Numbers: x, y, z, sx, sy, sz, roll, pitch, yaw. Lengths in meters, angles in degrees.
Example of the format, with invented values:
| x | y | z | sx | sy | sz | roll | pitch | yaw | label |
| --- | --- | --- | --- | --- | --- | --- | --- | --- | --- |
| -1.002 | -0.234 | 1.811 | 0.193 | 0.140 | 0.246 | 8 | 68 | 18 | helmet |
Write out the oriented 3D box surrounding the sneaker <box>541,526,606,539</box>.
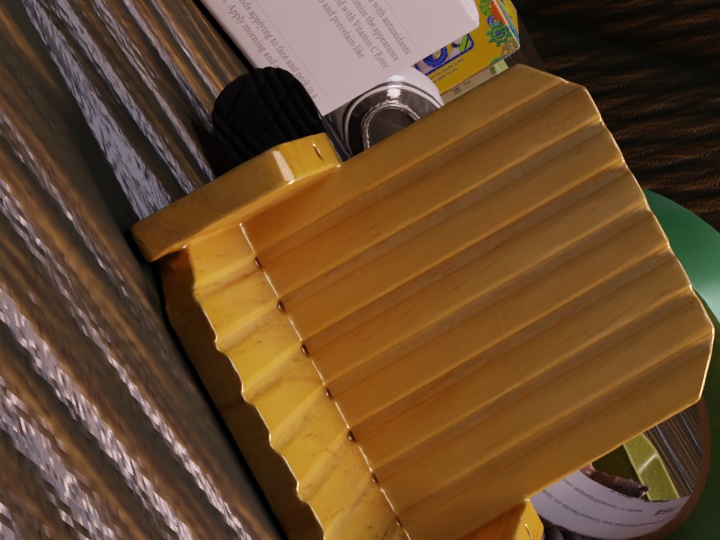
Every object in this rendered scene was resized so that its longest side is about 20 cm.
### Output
| x | y | z | sx | sy | sz | roll | pitch | yaw | label |
| --- | --- | --- | --- | --- | --- | --- | --- | --- | --- |
| 0.084 | 0.199 | 0.959 | 0.099 | 0.071 | 0.201 | 20 | 49 | -5 | sneaker |

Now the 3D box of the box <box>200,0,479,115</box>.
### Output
| x | y | z | sx | sy | sz | roll | pitch | yaw | label |
| --- | --- | --- | --- | --- | --- | --- | --- | --- | --- |
| -0.048 | -0.232 | 1.250 | 0.199 | 0.130 | 0.201 | 51 | 15 | -48 | box |

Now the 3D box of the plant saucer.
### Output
| x | y | z | sx | sy | sz | roll | pitch | yaw | label |
| --- | --- | --- | --- | --- | --- | --- | --- | --- | --- |
| 0.223 | 0.203 | 1.659 | 0.200 | 0.048 | 0.201 | 45 | 19 | -59 | plant saucer |

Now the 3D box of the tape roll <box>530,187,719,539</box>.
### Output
| x | y | z | sx | sy | sz | roll | pitch | yaw | label |
| --- | --- | --- | --- | --- | --- | --- | --- | --- | --- |
| 0.117 | 0.058 | 1.047 | 0.048 | 0.200 | 0.201 | -29 | 90 | -46 | tape roll |

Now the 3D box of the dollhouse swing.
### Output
| x | y | z | sx | sy | sz | roll | pitch | yaw | label |
| --- | --- | --- | --- | --- | --- | --- | --- | --- | --- |
| 0.043 | 0.023 | 0.889 | 0.201 | 0.175 | 0.182 | 62 | 10 | -1 | dollhouse swing |

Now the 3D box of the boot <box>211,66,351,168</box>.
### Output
| x | y | z | sx | sy | sz | roll | pitch | yaw | label |
| --- | --- | --- | --- | --- | --- | --- | --- | --- | --- |
| 0.000 | 0.000 | 1.056 | 0.132 | 0.069 | 0.201 | 48 | 20 | -71 | boot |

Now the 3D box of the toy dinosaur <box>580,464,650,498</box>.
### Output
| x | y | z | sx | sy | sz | roll | pitch | yaw | label |
| --- | --- | --- | --- | --- | --- | --- | --- | --- | --- |
| 0.089 | 0.088 | 1.218 | 0.136 | 0.086 | 0.200 | 55 | 4 | 4 | toy dinosaur |

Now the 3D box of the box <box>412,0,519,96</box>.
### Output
| x | y | z | sx | sy | sz | roll | pitch | yaw | label |
| --- | --- | --- | --- | --- | --- | --- | --- | --- | --- |
| 0.024 | -0.237 | 1.651 | 0.193 | 0.121 | 0.200 | 58 | 10 | -11 | box |

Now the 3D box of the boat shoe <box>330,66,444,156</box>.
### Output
| x | y | z | sx | sy | sz | roll | pitch | yaw | label |
| --- | --- | --- | --- | --- | --- | --- | --- | --- | --- |
| 0.043 | -0.062 | 1.413 | 0.200 | 0.070 | 0.064 | 51 | 13 | -51 | boat shoe |

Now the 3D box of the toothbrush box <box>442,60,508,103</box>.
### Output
| x | y | z | sx | sy | sz | roll | pitch | yaw | label |
| --- | --- | --- | --- | --- | --- | --- | --- | --- | --- |
| 0.114 | -0.109 | 1.854 | 0.200 | 0.086 | 0.146 | 55 | 12 | -39 | toothbrush box |
